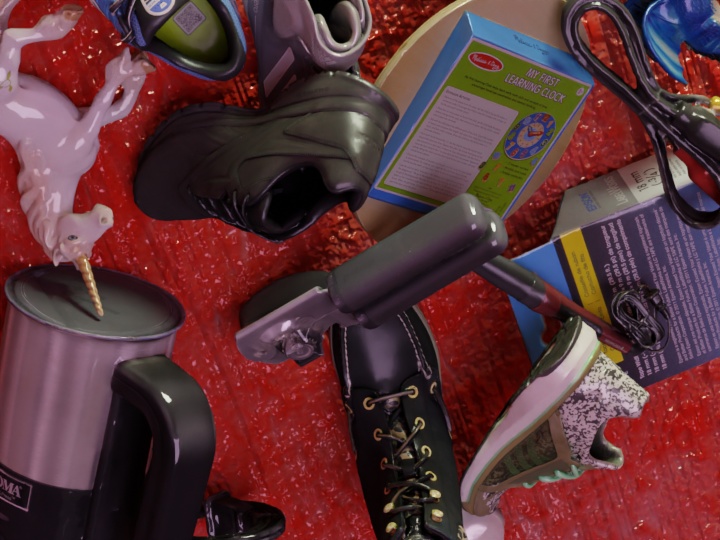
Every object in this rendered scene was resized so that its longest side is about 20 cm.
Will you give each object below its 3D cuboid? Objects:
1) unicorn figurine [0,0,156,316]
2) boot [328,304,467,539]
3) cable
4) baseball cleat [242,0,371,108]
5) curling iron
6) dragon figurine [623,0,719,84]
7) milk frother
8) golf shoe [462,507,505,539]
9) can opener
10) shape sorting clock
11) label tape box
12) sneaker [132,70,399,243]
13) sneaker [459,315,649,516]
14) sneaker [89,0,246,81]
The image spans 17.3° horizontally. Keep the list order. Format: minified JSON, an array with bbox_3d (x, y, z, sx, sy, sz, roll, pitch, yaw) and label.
[{"bbox_3d":[-0.192,-0.094,1.467,0.200,0.074,0.137,41,97,-14],"label":"unicorn figurine"},{"bbox_3d":[0.031,0.122,1.589,0.073,0.154,0.204,-12,120,0],"label":"boot"},{"bbox_3d":[0.201,-0.104,1.560,0.200,0.050,0.097,36,111,-8],"label":"cable"},{"bbox_3d":[-0.027,-0.124,1.486,0.070,0.106,0.201,-31,123,-16],"label":"baseball cleat"},{"bbox_3d":[0.123,0.007,1.586,0.199,0.026,0.050,22,92,-18],"label":"curling iron"},{"bbox_3d":[0.212,-0.165,1.583,0.099,0.059,0.200,-34,117,-1],"label":"dragon figurine"},{"bbox_3d":[-0.141,0.105,1.550,0.200,0.180,0.189,-26,133,-59],"label":"milk frother"},{"bbox_3d":[0.049,0.258,1.697,0.078,0.097,0.200,29,100,-27],"label":"golf shoe"},{"bbox_3d":[0.000,0.000,1.543,0.199,0.067,0.053,-31,142,21],"label":"can opener"},{"bbox_3d":[0.071,-0.099,1.551,0.199,0.039,0.201,-24,139,-23],"label":"shape sorting clock"},{"bbox_3d":[0.199,0.002,1.650,0.199,0.063,0.145,-22,120,-1],"label":"label tape box"},{"bbox_3d":[-0.069,-0.058,1.467,0.199,0.091,0.076,-17,140,38],"label":"sneaker"},{"bbox_3d":[0.132,0.121,1.612,0.088,0.077,0.200,35,139,4],"label":"sneaker"},{"bbox_3d":[-0.136,-0.186,1.427,0.200,0.089,0.079,39,95,-30],"label":"sneaker"}]
